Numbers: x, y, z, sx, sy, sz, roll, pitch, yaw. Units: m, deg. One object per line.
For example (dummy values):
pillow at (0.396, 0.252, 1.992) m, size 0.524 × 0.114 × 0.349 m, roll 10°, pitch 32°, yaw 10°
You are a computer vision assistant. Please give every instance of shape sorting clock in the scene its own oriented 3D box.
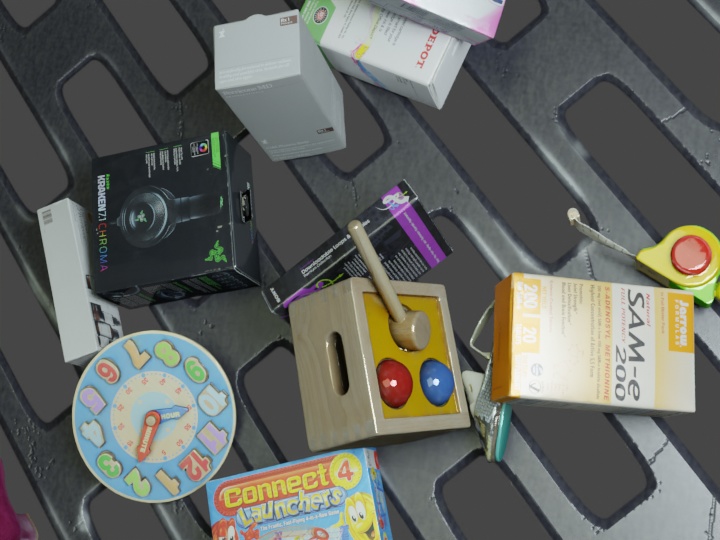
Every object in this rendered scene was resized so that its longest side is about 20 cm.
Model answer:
shape sorting clock at (-0.245, 0.173, 1.142) m, size 0.195 × 0.039 × 0.205 m, roll 0°, pitch 93°, yaw -2°

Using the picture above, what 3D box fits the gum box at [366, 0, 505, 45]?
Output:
gum box at (0.077, -0.337, 1.061) m, size 0.196 × 0.066 × 0.116 m, roll 18°, pitch 91°, yaw -15°

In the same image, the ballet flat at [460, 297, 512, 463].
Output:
ballet flat at (0.147, 0.106, 1.058) m, size 0.071 × 0.072 × 0.204 m, roll 13°, pitch 75°, yaw 18°

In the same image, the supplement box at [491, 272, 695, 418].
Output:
supplement box at (0.239, 0.079, 0.998) m, size 0.195 × 0.074 × 0.129 m, roll 5°, pitch 77°, yaw -7°

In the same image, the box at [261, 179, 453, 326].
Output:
box at (0.000, 0.000, 1.084) m, size 0.199 × 0.143 × 0.036 m, roll -38°, pitch 59°, yaw 3°

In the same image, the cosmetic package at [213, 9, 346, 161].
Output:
cosmetic package at (-0.090, -0.211, 1.131) m, size 0.104 × 0.200 × 0.092 m, roll -8°, pitch 74°, yaw 14°

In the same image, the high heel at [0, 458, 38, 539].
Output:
high heel at (-0.478, 0.267, 1.178) m, size 0.067 × 0.096 × 0.201 m, roll -41°, pitch 70°, yaw 2°

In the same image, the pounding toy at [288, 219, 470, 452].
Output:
pounding toy at (0.022, 0.073, 1.010) m, size 0.141 × 0.182 × 0.204 m, roll -21°, pitch 72°, yaw 40°

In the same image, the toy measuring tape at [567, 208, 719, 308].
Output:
toy measuring tape at (0.322, -0.032, 1.041) m, size 0.198 × 0.074 × 0.074 m, roll 34°, pitch 87°, yaw 20°

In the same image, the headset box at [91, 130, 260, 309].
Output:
headset box at (-0.221, -0.060, 1.188) m, size 0.196 × 0.093 × 0.178 m, roll -9°, pitch 75°, yaw 13°

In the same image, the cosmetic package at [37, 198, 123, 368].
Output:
cosmetic package at (-0.347, 0.019, 1.212) m, size 0.050 × 0.083 × 0.204 m, roll -19°, pitch 73°, yaw 8°

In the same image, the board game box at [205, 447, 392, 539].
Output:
board game box at (-0.062, 0.314, 1.070) m, size 0.196 × 0.056 × 0.200 m, roll -15°, pitch 73°, yaw 12°

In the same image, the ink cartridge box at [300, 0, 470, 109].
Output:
ink cartridge box at (0.037, -0.305, 1.180) m, size 0.197 × 0.084 × 0.147 m, roll 24°, pitch 84°, yaw 19°
